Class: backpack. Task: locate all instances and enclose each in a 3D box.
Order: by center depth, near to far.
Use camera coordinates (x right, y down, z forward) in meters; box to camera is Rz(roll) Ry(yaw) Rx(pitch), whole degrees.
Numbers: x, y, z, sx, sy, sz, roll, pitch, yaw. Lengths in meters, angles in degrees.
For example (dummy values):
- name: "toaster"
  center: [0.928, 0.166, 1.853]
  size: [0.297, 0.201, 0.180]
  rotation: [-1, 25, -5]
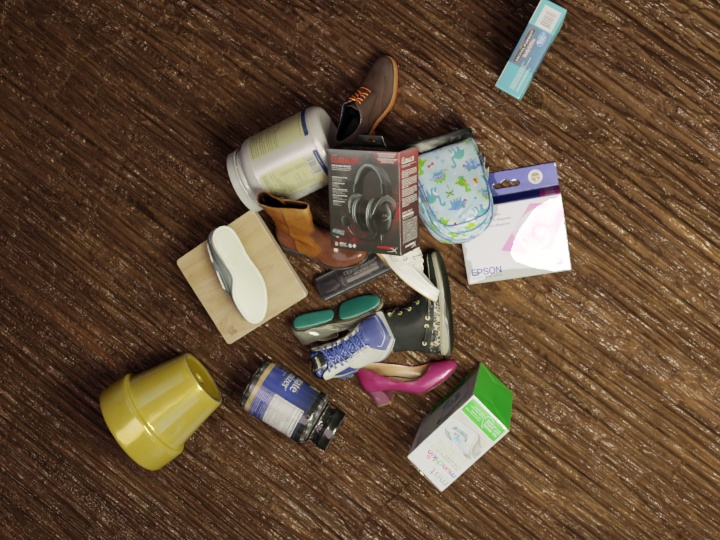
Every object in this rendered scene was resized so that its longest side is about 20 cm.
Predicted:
- name: "backpack"
  center: [0.161, -0.146, 1.433]
  size: [0.162, 0.154, 0.202]
  rotation: [-16, 95, -8]

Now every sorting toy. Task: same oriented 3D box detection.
- name: "sorting toy"
  center: [-0.230, 0.009, 1.602]
  size: [0.199, 0.070, 0.200]
  rotation: [-31, 93, 16]

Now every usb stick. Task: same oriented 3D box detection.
- name: "usb stick"
  center: [0.000, 0.000, 1.570]
  size: [0.199, 0.033, 0.056]
  rotation: [-26, 85, 16]

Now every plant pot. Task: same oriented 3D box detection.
- name: "plant pot"
  center: [-0.398, 0.273, 1.636]
  size: [0.188, 0.201, 0.201]
  rotation: [-36, 92, 1]

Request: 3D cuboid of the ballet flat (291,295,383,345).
- name: "ballet flat"
  center: [-0.040, 0.101, 1.591]
  size: [0.199, 0.068, 0.064]
  rotation: [-16, 125, 15]

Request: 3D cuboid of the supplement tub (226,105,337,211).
- name: "supplement tub"
  center: [-0.136, -0.206, 1.500]
  size: [0.199, 0.145, 0.146]
  rotation: [-23, 95, 16]

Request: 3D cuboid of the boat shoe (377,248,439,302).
- name: "boat shoe"
  center: [0.084, -0.025, 1.486]
  size: [0.069, 0.071, 0.200]
  rotation: [-47, 68, 4]

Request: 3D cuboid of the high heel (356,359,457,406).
- name: "high heel"
  center: [0.088, 0.197, 1.567]
  size: [0.199, 0.067, 0.097]
  rotation: [-27, 105, 19]

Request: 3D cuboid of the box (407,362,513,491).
- name: "box"
  center: [0.193, 0.291, 1.498]
  size: [0.097, 0.200, 0.177]
  rotation: [45, 107, 2]

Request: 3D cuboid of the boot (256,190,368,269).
- name: "boot"
  center: [-0.084, -0.082, 1.490]
  size: [0.187, 0.200, 0.069]
  rotation: [19, 69, 15]

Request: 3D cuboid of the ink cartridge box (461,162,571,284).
- name: "ink cartridge box"
  center: [0.282, -0.086, 1.487]
  size: [0.195, 0.043, 0.202]
  rotation: [-9, 100, 14]

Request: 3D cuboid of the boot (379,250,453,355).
- name: "boot"
  center: [0.098, 0.069, 1.542]
  size: [0.152, 0.073, 0.205]
  rotation: [-5, 98, 16]

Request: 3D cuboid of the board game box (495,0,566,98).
- name: "board game box"
  center: [0.287, -0.368, 1.347]
  size: [0.047, 0.200, 0.152]
  rotation: [29, 105, 5]

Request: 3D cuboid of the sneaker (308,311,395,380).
- name: "sneaker"
  center: [-0.030, 0.163, 1.530]
  size: [0.199, 0.115, 0.081]
  rotation: [-42, 69, 39]

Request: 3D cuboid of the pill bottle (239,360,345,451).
- name: "pill bottle"
  center: [-0.135, 0.277, 1.612]
  size: [0.199, 0.112, 0.112]
  rotation: [30, 105, 5]

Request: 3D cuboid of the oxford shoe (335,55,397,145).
- name: "oxford shoe"
  center: [0.011, -0.309, 1.466]
  size: [0.071, 0.072, 0.201]
  rotation: [19, 86, 28]

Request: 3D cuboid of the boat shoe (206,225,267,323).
- name: "boat shoe"
  center: [-0.242, 0.009, 1.548]
  size: [0.062, 0.073, 0.201]
  rotation: [-4, 112, 57]

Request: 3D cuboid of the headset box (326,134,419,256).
- name: "headset box"
  center: [0.023, -0.137, 1.400]
  size: [0.148, 0.077, 0.202]
  rotation: [8, 110, 30]
